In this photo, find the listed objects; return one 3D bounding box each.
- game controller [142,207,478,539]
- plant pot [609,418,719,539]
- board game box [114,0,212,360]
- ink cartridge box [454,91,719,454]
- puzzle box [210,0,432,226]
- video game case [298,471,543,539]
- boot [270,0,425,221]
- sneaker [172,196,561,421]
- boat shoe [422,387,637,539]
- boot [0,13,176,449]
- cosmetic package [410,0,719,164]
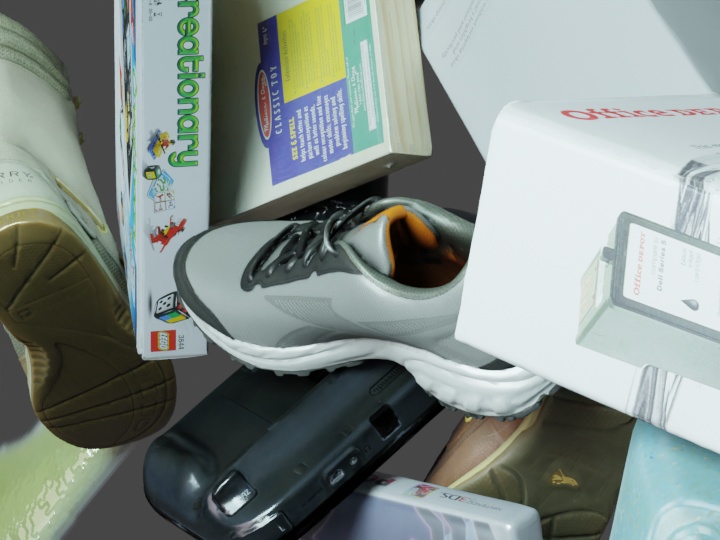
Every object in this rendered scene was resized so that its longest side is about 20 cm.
[{"bbox_3d":[-0.004,0.045,1.155,0.200,0.042,0.104,-40,26,-19],"label":"game controller"},{"bbox_3d":[0.159,0.146,0.890,0.195,0.200,0.197,12,89,19],"label":"plant pot"},{"bbox_3d":[-0.089,-0.078,1.196,0.127,0.034,0.201,-105,15,-53],"label":"board game box"},{"bbox_3d":[0.153,0.009,0.867,0.199,0.145,0.085,23,108,39],"label":"ink cartridge box"},{"bbox_3d":[-0.029,-0.129,1.191,0.133,0.025,0.202,-19,73,48],"label":"puzzle box"},{"bbox_3d":[0.014,0.182,1.160,0.181,0.023,0.202,9,113,44],"label":"video game case"},{"bbox_3d":[0.000,-0.098,1.223,0.198,0.073,0.164,-1,82,50],"label":"boot"},{"bbox_3d":[0.000,0.000,1.098,0.199,0.080,0.074,9,48,40],"label":"sneaker"},{"bbox_3d":[0.077,0.075,1.142,0.200,0.072,0.068,-52,20,36],"label":"boat shoe"},{"bbox_3d":[-0.149,-0.018,1.306,0.072,0.200,0.155,-19,53,2],"label":"boot"},{"bbox_3d":[0.107,-0.074,1.081,0.113,0.081,0.201,-57,41,31],"label":"cosmetic package"}]
